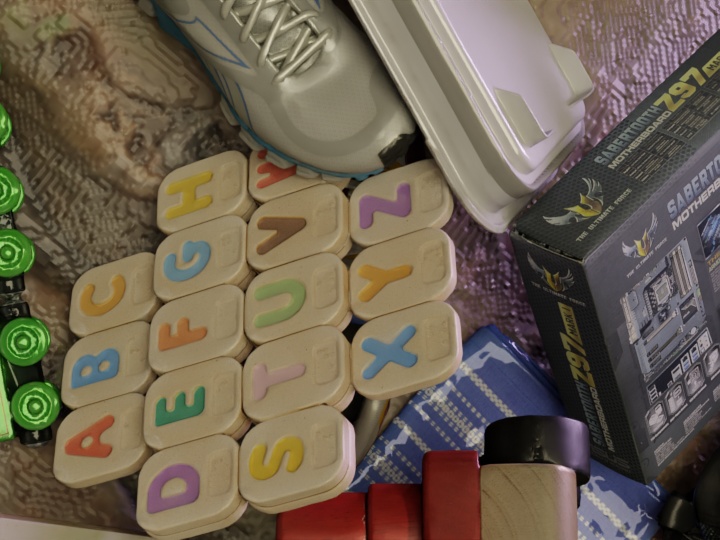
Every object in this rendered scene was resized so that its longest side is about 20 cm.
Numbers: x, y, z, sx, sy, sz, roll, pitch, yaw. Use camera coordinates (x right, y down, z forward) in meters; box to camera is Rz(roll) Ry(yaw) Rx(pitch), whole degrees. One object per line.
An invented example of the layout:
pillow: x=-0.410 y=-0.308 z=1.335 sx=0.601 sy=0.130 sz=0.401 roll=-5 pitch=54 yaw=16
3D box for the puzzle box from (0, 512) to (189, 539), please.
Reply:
puzzle box: x=-0.128 y=0.175 z=0.799 sx=0.025 sy=0.200 sz=0.134 roll=9 pitch=82 yaw=22

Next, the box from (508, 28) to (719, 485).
box: x=0.169 y=-0.018 z=0.912 sx=0.200 sy=0.051 sz=0.158 roll=-43 pitch=136 yaw=-22

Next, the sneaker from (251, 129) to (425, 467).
sneaker: x=0.000 y=0.000 z=0.888 sx=0.075 sy=0.090 sz=0.201 roll=9 pitch=85 yaw=-16

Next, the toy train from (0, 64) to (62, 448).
toy train: x=-0.180 y=-0.014 z=0.862 sx=0.056 sy=0.042 sz=0.201 roll=-11 pitch=90 yaw=-7

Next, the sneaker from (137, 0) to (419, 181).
sneaker: x=-0.054 y=-0.119 z=0.839 sx=0.075 sy=0.087 sz=0.200 roll=-44 pitch=70 yaw=-9

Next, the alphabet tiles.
alphabet tiles: x=-0.049 y=0.021 z=0.825 sx=0.015 sy=0.195 sz=0.201 roll=51 pitch=29 yaw=-46

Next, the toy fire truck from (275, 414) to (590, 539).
toy fire truck: x=-0.002 y=0.146 z=0.822 sx=0.199 sy=0.176 sz=0.129 roll=0 pitch=70 yaw=1

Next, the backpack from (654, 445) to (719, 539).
backpack: x=0.282 y=0.130 z=0.941 sx=0.200 sy=0.154 sz=0.191 roll=-43 pitch=115 yaw=-20

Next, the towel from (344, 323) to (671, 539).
towel: x=0.050 y=0.143 z=0.931 sx=0.145 sy=0.024 sz=0.200 roll=45 pitch=76 yaw=-9

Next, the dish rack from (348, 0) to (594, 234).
dish rack: x=0.046 y=-0.127 z=0.876 sx=0.043 sy=0.172 sz=0.200 roll=-28 pitch=96 yaw=24
